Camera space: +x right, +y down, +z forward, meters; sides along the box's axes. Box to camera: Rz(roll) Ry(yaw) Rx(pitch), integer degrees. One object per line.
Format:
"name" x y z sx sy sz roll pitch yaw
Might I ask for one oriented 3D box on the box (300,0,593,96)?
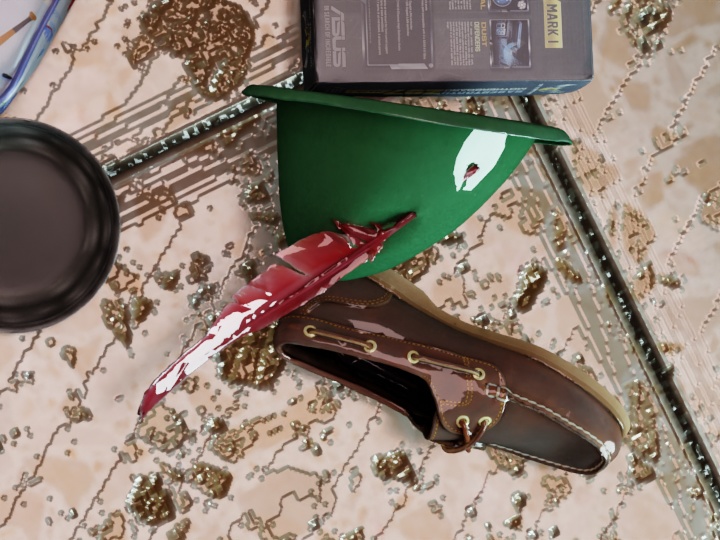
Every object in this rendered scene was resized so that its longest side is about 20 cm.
"box" 0.045 -0.197 1.377 0.157 0.051 0.200 -2 87 -10

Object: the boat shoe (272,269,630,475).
"boat shoe" 0.047 0.064 1.349 0.200 0.070 0.070 26 52 0

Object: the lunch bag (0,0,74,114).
"lunch bag" -0.247 -0.174 1.312 0.200 0.076 0.160 29 85 -8

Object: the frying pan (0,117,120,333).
"frying pan" -0.195 0.012 1.333 0.115 0.031 0.190 15 98 -7

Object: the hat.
"hat" 0.000 0.000 1.310 0.200 0.166 0.176 8 91 -1
